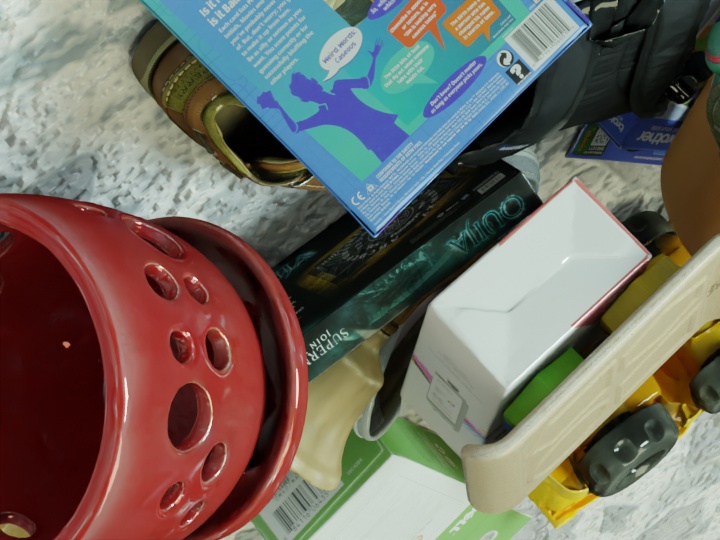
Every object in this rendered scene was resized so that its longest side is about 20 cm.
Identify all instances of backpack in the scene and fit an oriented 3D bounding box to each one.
[{"bbox_3d":[0.108,-0.146,1.574,0.166,0.127,0.200,-22,166,-14],"label":"backpack"}]

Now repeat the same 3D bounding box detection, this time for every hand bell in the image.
[{"bbox_3d":[0.018,0.023,1.730,0.200,0.104,0.104,-45,148,10],"label":"hand bell"}]

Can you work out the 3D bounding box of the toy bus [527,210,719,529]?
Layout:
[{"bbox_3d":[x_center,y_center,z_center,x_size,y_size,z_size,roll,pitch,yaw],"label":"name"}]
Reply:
[{"bbox_3d":[0.171,0.076,1.947,0.199,0.136,0.192,-34,161,-14],"label":"toy bus"}]

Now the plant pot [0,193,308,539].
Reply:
[{"bbox_3d":[-0.141,0.064,1.538,0.182,0.201,0.201,4,128,-54],"label":"plant pot"}]

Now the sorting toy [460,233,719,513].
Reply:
[{"bbox_3d":[0.136,0.055,1.665,0.200,0.037,0.185,-39,167,-6],"label":"sorting toy"}]

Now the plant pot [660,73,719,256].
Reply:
[{"bbox_3d":[0.273,-0.063,1.755,0.199,0.201,0.140,-5,149,-42],"label":"plant pot"}]

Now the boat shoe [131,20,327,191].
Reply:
[{"bbox_3d":[-0.047,-0.072,1.585,0.072,0.068,0.200,-50,148,13],"label":"boat shoe"}]

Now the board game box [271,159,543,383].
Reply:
[{"bbox_3d":[0.000,0.000,1.673,0.200,0.135,0.028,-37,108,-3],"label":"board game box"}]

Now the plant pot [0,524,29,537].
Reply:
[{"bbox_3d":[-0.246,0.133,1.673,0.199,0.028,0.201,-27,145,-21],"label":"plant pot"}]

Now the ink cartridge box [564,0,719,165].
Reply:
[{"bbox_3d":[0.219,-0.135,1.811,0.119,0.042,0.200,1,131,-46],"label":"ink cartridge box"}]

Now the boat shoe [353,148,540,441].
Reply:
[{"bbox_3d":[0.046,0.011,1.785,0.202,0.065,0.074,-50,147,15],"label":"boat shoe"}]

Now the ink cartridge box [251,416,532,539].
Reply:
[{"bbox_3d":[0.019,0.156,1.940,0.104,0.059,0.200,-46,147,11],"label":"ink cartridge box"}]

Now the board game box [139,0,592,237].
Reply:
[{"bbox_3d":[-0.010,-0.141,1.445,0.152,0.200,0.045,-43,-168,7],"label":"board game box"}]

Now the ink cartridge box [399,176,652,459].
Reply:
[{"bbox_3d":[0.089,0.039,1.684,0.116,0.068,0.200,-41,169,-16],"label":"ink cartridge box"}]

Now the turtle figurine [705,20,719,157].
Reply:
[{"bbox_3d":[0.231,-0.080,1.577,0.101,0.149,0.201,-41,117,-25],"label":"turtle figurine"}]
